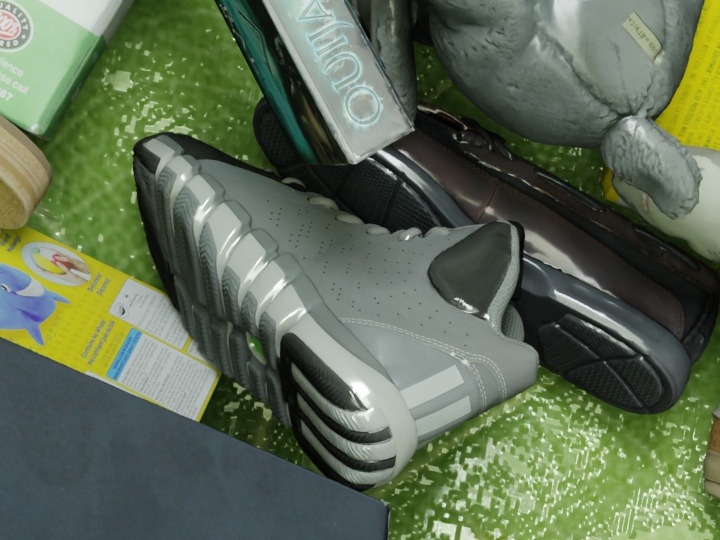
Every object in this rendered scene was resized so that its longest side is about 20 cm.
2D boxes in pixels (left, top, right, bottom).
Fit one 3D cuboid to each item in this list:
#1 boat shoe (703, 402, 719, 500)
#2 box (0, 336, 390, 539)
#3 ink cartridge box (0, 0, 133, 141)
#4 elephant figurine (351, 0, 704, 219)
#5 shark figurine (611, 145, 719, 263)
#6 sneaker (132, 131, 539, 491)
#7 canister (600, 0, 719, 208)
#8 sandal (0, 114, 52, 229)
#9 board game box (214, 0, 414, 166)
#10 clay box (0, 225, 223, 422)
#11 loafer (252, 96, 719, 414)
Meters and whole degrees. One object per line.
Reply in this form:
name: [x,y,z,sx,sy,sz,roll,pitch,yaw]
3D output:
boat shoe: [0.231,0.094,1.098,0.199,0.075,0.069,23,92,7]
box: [-0.126,0.136,0.962,0.199,0.196,0.124,25,49,-25]
ink cartridge box: [-0.132,-0.171,1.075,0.145,0.088,0.201,30,90,-3]
elephant figurine: [0.043,-0.117,1.047,0.141,0.200,0.156,23,82,-24]
shark figurine: [0.194,0.030,1.021,0.089,0.128,0.215,-22,83,-46]
sneaker: [0.000,0.000,1.044,0.115,0.200,0.075,-22,134,-20]
canister: [0.207,-0.058,1.067,0.199,0.087,0.149,20,127,0]
sandal: [-0.220,-0.063,1.031,0.211,0.078,0.070,32,64,-5]
board game box: [-0.048,-0.130,0.974,0.028,0.135,0.201,-29,96,-6]
clay box: [-0.154,0.023,1.057,0.199,0.115,0.048,25,119,-1]
loafer: [0.051,-0.021,1.097,0.200,0.072,0.063,35,60,1]
